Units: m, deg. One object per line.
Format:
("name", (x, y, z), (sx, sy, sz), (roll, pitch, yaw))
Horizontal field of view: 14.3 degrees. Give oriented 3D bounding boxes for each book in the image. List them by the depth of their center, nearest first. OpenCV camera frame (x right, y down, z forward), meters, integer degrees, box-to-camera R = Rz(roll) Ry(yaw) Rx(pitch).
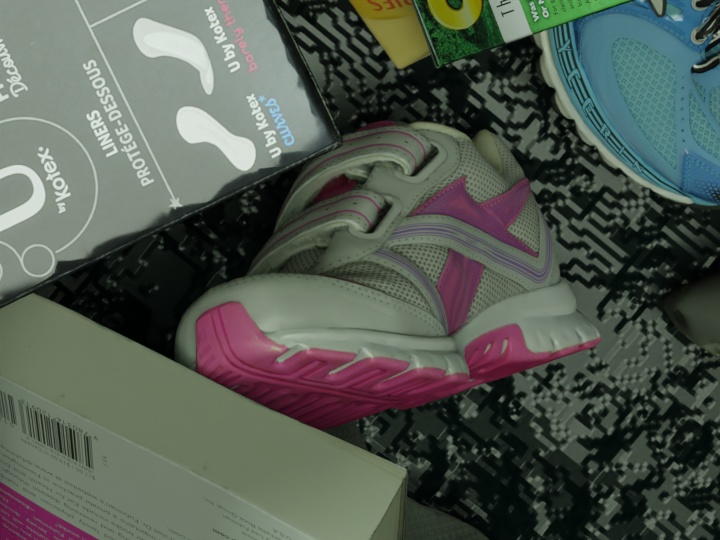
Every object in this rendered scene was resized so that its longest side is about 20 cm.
("book", (-0.055, 0.095, 0.873), (0.133, 0.200, 0.048), (26, 60, 14))

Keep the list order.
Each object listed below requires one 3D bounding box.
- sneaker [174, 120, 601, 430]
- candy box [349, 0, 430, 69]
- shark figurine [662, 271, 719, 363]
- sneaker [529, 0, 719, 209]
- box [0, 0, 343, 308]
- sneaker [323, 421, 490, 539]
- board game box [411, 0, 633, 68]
("sneaker", (0.000, 0.000, 0.889), (0.081, 0.200, 0.089), (-20, 85, 25))
("candy box", (0.056, -0.160, 0.812), (0.200, 0.056, 0.117), (-35, 88, 38))
("shark figurine", (0.214, 0.000, 0.924), (0.214, 0.128, 0.090), (-3, 104, -5))
("sneaker", (0.098, -0.102, 0.886), (0.078, 0.090, 0.200), (-37, 120, -26))
("box", (-0.092, -0.083, 0.837), (0.114, 0.200, 0.132), (-27, 103, -1))
("sneaker", (-0.010, 0.103, 0.959), (0.080, 0.071, 0.200), (-18, 124, 37))
("board game box", (0.029, -0.163, 0.780), (0.105, 0.023, 0.201), (-16, 100, 34))
